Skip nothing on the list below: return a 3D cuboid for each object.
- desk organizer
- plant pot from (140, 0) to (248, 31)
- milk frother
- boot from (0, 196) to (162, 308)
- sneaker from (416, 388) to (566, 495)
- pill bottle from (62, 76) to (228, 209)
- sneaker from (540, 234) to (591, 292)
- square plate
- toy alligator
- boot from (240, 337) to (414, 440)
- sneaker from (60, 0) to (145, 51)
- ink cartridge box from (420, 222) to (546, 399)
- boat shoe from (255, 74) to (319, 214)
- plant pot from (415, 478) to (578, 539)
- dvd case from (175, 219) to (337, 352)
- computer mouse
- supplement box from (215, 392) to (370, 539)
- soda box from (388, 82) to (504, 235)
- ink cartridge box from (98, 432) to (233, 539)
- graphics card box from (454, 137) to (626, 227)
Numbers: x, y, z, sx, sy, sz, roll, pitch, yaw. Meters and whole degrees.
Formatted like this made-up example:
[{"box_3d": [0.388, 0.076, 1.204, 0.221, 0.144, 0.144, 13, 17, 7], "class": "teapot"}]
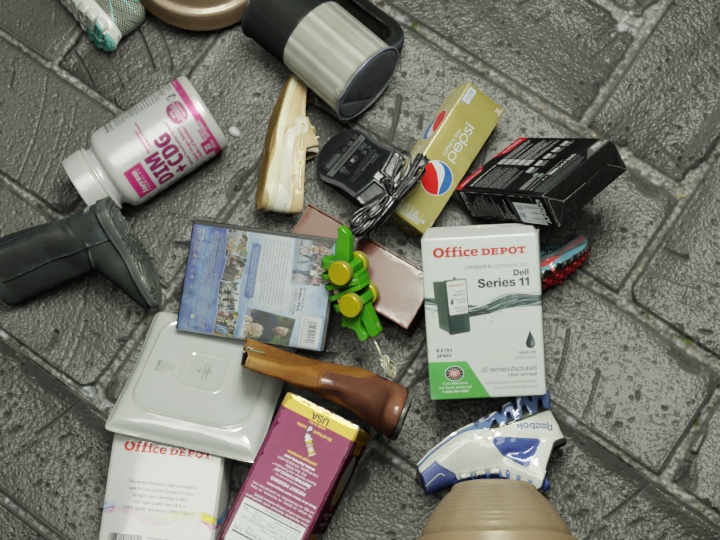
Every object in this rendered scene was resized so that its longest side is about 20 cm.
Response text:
[{"box_3d": [0.000, 0.000, 1.699, 0.199, 0.072, 0.077, 31, 83, 12], "class": "desk organizer"}, {"box_3d": [-0.215, -0.449, 1.761, 0.198, 0.175, 0.202, 2, 71, -5], "class": "plant pot"}, {"box_3d": [-0.030, -0.340, 1.711, 0.188, 0.200, 0.180, 41, 66, 16], "class": "milk frother"}, {"box_3d": [-0.380, 0.007, 1.724, 0.199, 0.066, 0.166, -22, 112, 11], "class": "boot"}, {"box_3d": [0.173, 0.237, 1.619, 0.198, 0.081, 0.116, -30, 73, -4], "class": "sneaker"}, {"box_3d": [-0.285, -0.158, 1.742, 0.199, 0.113, 0.114, -34, 75, -3], "class": "pill bottle"}, {"box_3d": [0.196, -0.014, 1.681, 0.199, 0.079, 0.096, -23, 73, -1], "class": "sneaker"}, {"box_3d": [-0.196, 0.137, 1.657, 0.196, 0.029, 0.201, 12, 47, 7], "class": "square plate"}, {"box_3d": [-0.009, 0.045, 1.631, 0.054, 0.059, 0.202, -12, 101, 30], "class": "toy alligator"}, {"box_3d": [-0.043, 0.131, 1.584, 0.199, 0.188, 0.069, 21, 99, -14], "class": "boot"}, {"box_3d": [-0.374, -0.398, 1.841, 0.091, 0.078, 0.200, -34, 78, -21], "class": "sneaker"}, {"box_3d": [0.150, 0.048, 1.603, 0.145, 0.083, 0.202, -4, 98, 7], "class": "ink cartridge box"}, {"box_3d": [-0.090, -0.164, 1.753, 0.069, 0.074, 0.202, 16, 68, -15], "class": "boat shoe"}, {"box_3d": [0.159, 0.299, 1.545, 0.199, 0.201, 0.093, 0, 71, 5], "class": "plant pot"}, {"box_3d": [-0.129, 0.019, 1.673, 0.198, 0.018, 0.144, 8, 85, 11], "class": "dvd case"}, {"box_3d": [0.009, -0.117, 1.702, 0.139, 0.053, 0.200, -47, 37, 1], "class": "computer mouse"}, {"box_3d": [-0.078, 0.262, 1.602, 0.103, 0.131, 0.201, 25, 85, 10], "class": "supplement box"}, {"box_3d": [0.102, -0.144, 1.718, 0.064, 0.068, 0.201, 36, 80, -14], "class": "soda box"}, {"box_3d": [-0.242, 0.306, 1.636, 0.143, 0.084, 0.202, 5, 76, 6], "class": "ink cartridge box"}, {"box_3d": [0.221, -0.113, 1.638, 0.125, 0.200, 0.051, -38, 110, -20], "class": "graphics card box"}]
